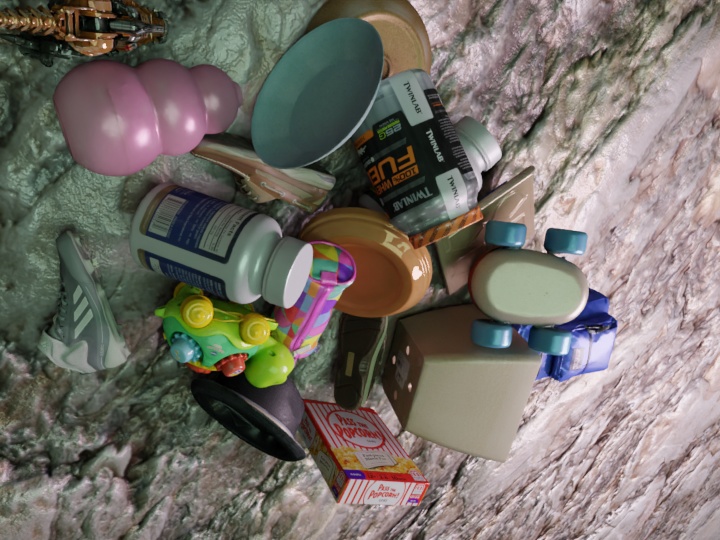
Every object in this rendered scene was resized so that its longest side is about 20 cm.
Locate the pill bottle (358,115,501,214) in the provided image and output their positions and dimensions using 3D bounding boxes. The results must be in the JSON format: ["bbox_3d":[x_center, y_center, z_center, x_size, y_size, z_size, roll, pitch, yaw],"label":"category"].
[{"bbox_3d":[0.104,-0.126,0.903,0.200,0.111,0.111,-42,125,-2],"label":"pill bottle"}]

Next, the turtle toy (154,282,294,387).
[{"bbox_3d":[-0.176,0.090,0.827,0.200,0.146,0.101,22,91,-22],"label":"turtle toy"}]

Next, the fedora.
[{"bbox_3d":[-0.148,0.195,0.926,0.201,0.200,0.092,54,55,-35],"label":"fedora"}]

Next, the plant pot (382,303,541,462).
[{"bbox_3d":[0.147,0.176,1.035,0.177,0.200,0.201,6,111,-17],"label":"plant pot"}]

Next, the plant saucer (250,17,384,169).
[{"bbox_3d":[-0.045,-0.202,0.743,0.039,0.201,0.201,30,98,-47],"label":"plant saucer"}]

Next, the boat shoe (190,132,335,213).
[{"bbox_3d":[-0.127,-0.122,0.813,0.200,0.076,0.072,16,109,-29],"label":"boat shoe"}]

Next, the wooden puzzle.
[{"bbox_3d":[0.195,-0.065,0.997,0.185,0.046,0.200,-35,150,-8],"label":"wooden puzzle"}]

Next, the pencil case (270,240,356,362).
[{"bbox_3d":[-0.073,0.048,0.870,0.088,0.089,0.200,-2,141,-26],"label":"pencil case"}]

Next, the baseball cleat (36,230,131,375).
[{"bbox_3d":[-0.360,0.052,0.781,0.106,0.070,0.200,-20,121,-17],"label":"baseball cleat"}]

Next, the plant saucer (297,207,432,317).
[{"bbox_3d":[0.000,0.000,0.884,0.200,0.038,0.200,8,134,9],"label":"plant saucer"}]

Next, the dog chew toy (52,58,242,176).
[{"bbox_3d":[-0.231,-0.181,0.705,0.200,0.124,0.125,-20,121,-24],"label":"dog chew toy"}]

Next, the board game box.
[{"bbox_3d":[-0.005,0.288,0.996,0.151,0.200,0.046,15,106,-32],"label":"board game box"}]

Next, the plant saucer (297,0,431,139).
[{"bbox_3d":[0.016,-0.270,0.834,0.200,0.035,0.201,-11,118,-22],"label":"plant saucer"}]

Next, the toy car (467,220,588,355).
[{"bbox_3d":[0.246,0.019,1.000,0.176,0.200,0.185,7,94,-3],"label":"toy car"}]

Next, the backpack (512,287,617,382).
[{"bbox_3d":[0.333,0.109,1.104,0.199,0.168,0.163,-6,110,-20],"label":"backpack"}]

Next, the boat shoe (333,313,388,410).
[{"bbox_3d":[0.007,0.121,1.013,0.075,0.075,0.203,-5,114,-64],"label":"boat shoe"}]

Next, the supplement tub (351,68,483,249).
[{"bbox_3d":[0.069,-0.136,0.785,0.122,0.123,0.200,-26,91,-13],"label":"supplement tub"}]

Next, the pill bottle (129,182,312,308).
[{"bbox_3d":[-0.164,-0.026,0.757,0.200,0.111,0.111,19,109,11],"label":"pill bottle"}]

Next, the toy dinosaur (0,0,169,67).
[{"bbox_3d":[-0.280,-0.256,0.625,0.200,0.135,0.102,5,99,-73],"label":"toy dinosaur"}]
